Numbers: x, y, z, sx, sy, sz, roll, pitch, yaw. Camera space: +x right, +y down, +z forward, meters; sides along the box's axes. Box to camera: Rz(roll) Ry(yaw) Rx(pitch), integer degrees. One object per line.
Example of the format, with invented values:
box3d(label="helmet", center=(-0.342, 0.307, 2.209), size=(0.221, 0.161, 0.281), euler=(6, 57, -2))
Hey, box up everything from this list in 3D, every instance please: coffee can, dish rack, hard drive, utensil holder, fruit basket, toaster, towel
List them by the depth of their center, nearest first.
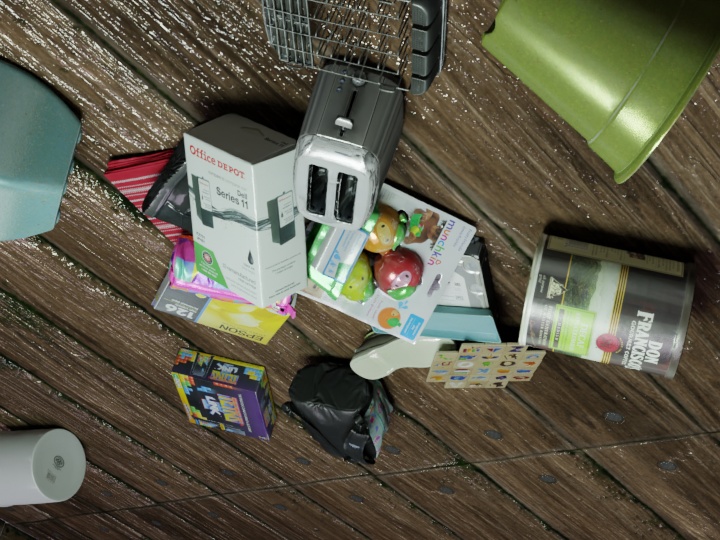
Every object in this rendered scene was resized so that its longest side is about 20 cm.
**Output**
box3d(label="dish rack", center=(-0.008, -0.266, 1.275), size=(0.197, 0.055, 0.154), euler=(14, 147, 11))
box3d(label="toaster", center=(-0.018, -0.140, 1.401), size=(0.112, 0.131, 0.201), euler=(17, 149, 4))
box3d(label="coffee can", center=(0.310, 0.043, 1.496), size=(0.197, 0.148, 0.147), euler=(12, 148, 11))
box3d(label="fruit basket", center=(0.026, -0.014, 1.550), size=(0.198, 0.094, 0.187), euler=(26, 108, -7))
box3d(label="hard drive", center=(0.117, 0.020, 1.667), size=(0.138, 0.038, 0.201), euler=(7, 146, 18))
box3d(label="towel", center=(-0.258, -0.098, 1.695), size=(0.143, 0.023, 0.200), euler=(-6, 143, 31))
box3d(label="utensil holder", center=(-0.736, 0.437, 2.641), size=(0.198, 0.172, 0.170), euler=(-10, 139, 34))

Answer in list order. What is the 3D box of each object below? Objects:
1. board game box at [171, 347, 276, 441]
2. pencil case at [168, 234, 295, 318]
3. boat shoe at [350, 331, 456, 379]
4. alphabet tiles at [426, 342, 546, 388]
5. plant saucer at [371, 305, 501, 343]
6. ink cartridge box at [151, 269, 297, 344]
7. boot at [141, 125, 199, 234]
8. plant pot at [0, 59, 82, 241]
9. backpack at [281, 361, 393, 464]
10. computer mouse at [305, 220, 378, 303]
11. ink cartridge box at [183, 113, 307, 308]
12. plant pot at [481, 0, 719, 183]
box3d(label="board game box", center=(-0.247, 0.230, 2.164), size=(0.163, 0.057, 0.201), euler=(13, 148, 12))
box3d(label="pencil case", center=(-0.184, 0.008, 1.740), size=(0.197, 0.090, 0.089), euler=(14, 149, -6))
box3d(label="boat shoe", center=(0.068, 0.113, 1.814), size=(0.200, 0.061, 0.072), euler=(-19, 125, 41))
box3d(label="alphabet tiles", center=(0.187, 0.145, 1.788), size=(0.163, 0.006, 0.201), euler=(-1, 157, -4))
box3d(label="plant saucer", center=(0.103, 0.072, 1.702), size=(0.197, 0.019, 0.070), euler=(4, 146, 23))
box3d(label="ink cartridge box", center=(-0.223, 0.058, 1.880), size=(0.195, 0.048, 0.200), euler=(18, 146, -14))
box3d(label="boot", center=(-0.173, -0.095, 1.607), size=(0.198, 0.066, 0.165), euler=(27, 130, -24))
box3d(label="plant pot", center=(-0.484, -0.154, 1.578), size=(0.197, 0.199, 0.196), euler=(15, 150, -14))
box3d(label="backpack", center=(-0.020, 0.242, 1.999), size=(0.165, 0.128, 0.201), euler=(14, 152, 29))
box3d(label="computer mouse", center=(0.000, 0.000, 1.652), size=(0.200, 0.044, 0.109), euler=(46, 142, -6))
box3d(label="ink cartridge box", center=(-0.144, -0.077, 1.491), size=(0.146, 0.082, 0.203), euler=(26, 129, 40))
box3d(label="plant pot", center=(0.223, -0.220, 1.124), size=(0.189, 0.201, 0.200), euler=(33, 148, 1))
